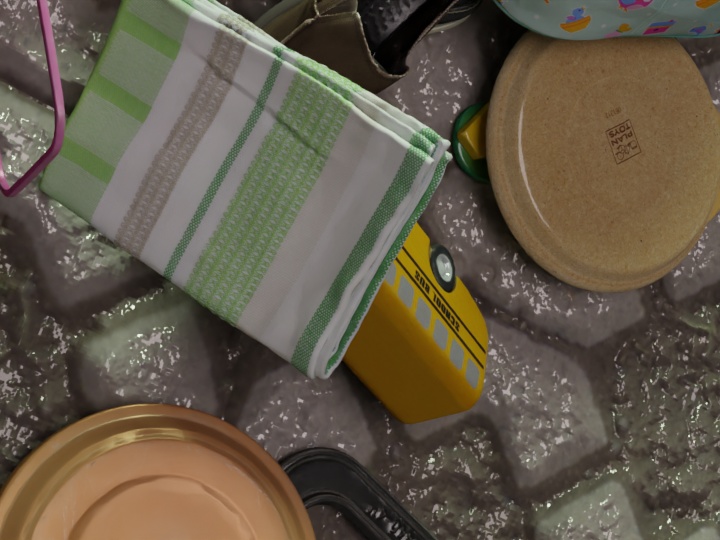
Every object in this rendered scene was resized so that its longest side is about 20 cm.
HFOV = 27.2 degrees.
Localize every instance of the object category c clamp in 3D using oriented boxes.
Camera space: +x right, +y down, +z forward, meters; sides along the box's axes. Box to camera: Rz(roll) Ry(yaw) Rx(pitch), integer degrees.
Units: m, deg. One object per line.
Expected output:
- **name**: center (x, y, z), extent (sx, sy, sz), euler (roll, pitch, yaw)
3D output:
- **c clamp**: center (-0.026, 0.203, 0.904), extent (0.200, 0.027, 0.171), euler (40, 66, -20)

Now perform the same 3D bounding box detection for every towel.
- **towel**: center (-0.068, -0.052, 0.791), extent (0.200, 0.031, 0.149), euler (32, 105, 13)

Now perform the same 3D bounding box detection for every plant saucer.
- **plant saucer**: center (-0.113, 0.173, 0.829), extent (0.200, 0.032, 0.201), euler (6, 74, -23)

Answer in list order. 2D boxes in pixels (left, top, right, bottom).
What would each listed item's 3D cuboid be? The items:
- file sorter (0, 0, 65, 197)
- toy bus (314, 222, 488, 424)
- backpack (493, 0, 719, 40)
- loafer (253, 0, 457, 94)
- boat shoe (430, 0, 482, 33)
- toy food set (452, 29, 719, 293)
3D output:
- **file sorter**: center (-0.255, -0.094, 0.711), extent (0.200, 0.139, 0.126), euler (-7, 82, -28)
- **toy bus**: center (0.000, 0.000, 0.864), extent (0.200, 0.065, 0.078), euler (50, 38, -37)
- **backpack**: center (0.162, -0.237, 0.933), extent (0.200, 0.153, 0.176), euler (-12, 68, -22)
- **loafer**: center (-0.013, -0.129, 0.856), extent (0.073, 0.071, 0.200), euler (35, 101, -35)
- **boat shoe**: center (-0.003, -0.189, 0.902), extent (0.200, 0.068, 0.072), euler (10, 79, -30)
- **toy food set**: center (0.163, -0.086, 0.998), extent (0.200, 0.049, 0.198), euler (-43, 107, -22)
